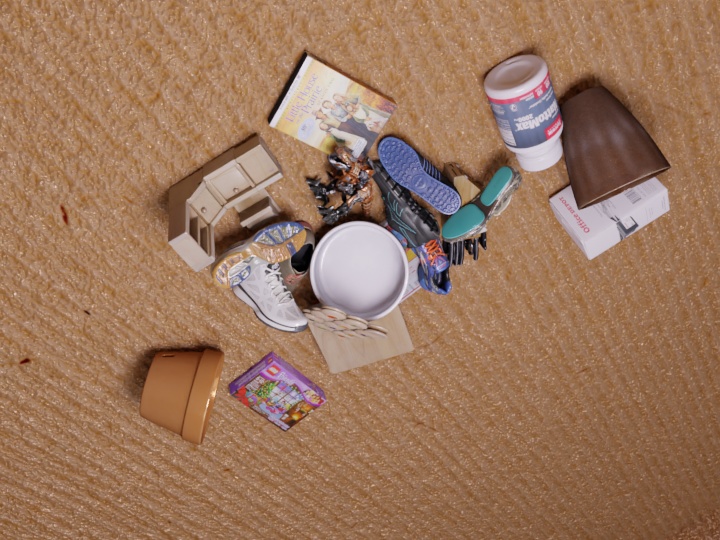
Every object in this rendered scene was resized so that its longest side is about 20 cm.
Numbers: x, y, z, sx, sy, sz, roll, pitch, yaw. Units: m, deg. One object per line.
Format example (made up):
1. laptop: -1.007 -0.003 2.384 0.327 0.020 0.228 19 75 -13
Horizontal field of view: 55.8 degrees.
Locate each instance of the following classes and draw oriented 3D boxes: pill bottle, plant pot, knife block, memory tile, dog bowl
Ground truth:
1. pill bottle: 0.322 -0.296 1.307 0.119 0.120 0.201 -29 128 5
2. plant pot: -0.381 0.257 1.447 0.139 0.201 0.201 14 121 -7
3. knife block: 0.202 -0.106 1.439 0.199 0.064 0.176 32 109 -33
4. plant pot: 0.473 -0.249 1.333 0.186 0.187 0.201 -23 84 0
5. memory tile: -0.044 0.109 1.371 0.152 0.200 0.017 24 73 -24
6. dog bowl: 0.000 0.000 1.380 0.198 0.079 0.202 0 95 5

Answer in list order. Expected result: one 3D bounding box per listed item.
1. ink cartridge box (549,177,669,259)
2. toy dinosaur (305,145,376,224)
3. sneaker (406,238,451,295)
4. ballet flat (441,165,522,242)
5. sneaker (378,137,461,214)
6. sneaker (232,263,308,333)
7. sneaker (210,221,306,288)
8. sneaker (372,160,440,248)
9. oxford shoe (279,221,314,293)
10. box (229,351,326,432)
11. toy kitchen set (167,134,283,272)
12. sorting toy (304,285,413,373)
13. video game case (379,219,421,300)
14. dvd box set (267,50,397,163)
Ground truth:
1. ink cartridge box: 0.531 -0.142 1.461 0.199 0.145 0.084 -33 141 8
2. toy dinosaur: -0.022 -0.153 1.305 0.135 0.102 0.201 -28 126 7
3. sneaker: 0.158 -0.031 1.457 0.075 0.078 0.201 -32 124 -16
4. ballet flat: 0.252 -0.122 1.369 0.200 0.068 0.075 -47 140 14
5. sneaker: 0.117 -0.183 1.334 0.200 0.078 0.070 44 102 2
6. sneaker: -0.174 0.034 1.350 0.075 0.200 0.116 -16 131 -50
7. sneaker: -0.202 -0.044 1.308 0.199 0.088 0.076 -27 114 -13
8. sneaker: 0.073 -0.126 1.358 0.079 0.076 0.200 -31 104 32
9. oxford shoe: -0.146 0.000 1.398 0.070 0.075 0.201 8 123 -24
10. box: -0.194 0.291 1.615 0.137 0.039 0.200 -38 127 10
11. toy kitchen set: -0.218 -0.097 1.238 0.199 0.181 0.163 -29 129 10
12. sorting toy: -0.003 0.115 1.516 0.197 0.070 0.201 -17 128 6
13. video game case: 0.061 -0.009 1.494 0.143 0.017 0.200 -37 127 10
14. dvd box set: -0.051 -0.290 1.248 0.199 0.029 0.147 22 116 -30
